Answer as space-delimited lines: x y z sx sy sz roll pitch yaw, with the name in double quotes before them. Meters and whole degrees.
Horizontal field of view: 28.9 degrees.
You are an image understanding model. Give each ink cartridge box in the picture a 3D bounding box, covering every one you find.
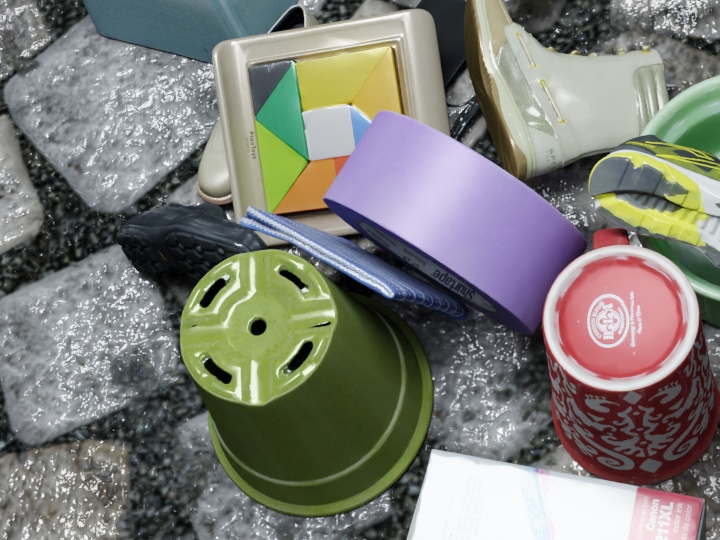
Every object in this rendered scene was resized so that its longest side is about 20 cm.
"ink cartridge box" 0.147 0.205 1.023 0.199 0.146 0.083 9 69 17

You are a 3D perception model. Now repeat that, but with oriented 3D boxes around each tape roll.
"tape roll" 0.074 -0.037 1.110 0.199 0.200 0.085 32 87 24

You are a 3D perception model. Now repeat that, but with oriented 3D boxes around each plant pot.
"plant pot" -0.165 -0.336 1.304 0.195 0.200 0.197 17 72 20
"plant pot" -0.055 0.075 1.107 0.199 0.190 0.201 -5 67 11

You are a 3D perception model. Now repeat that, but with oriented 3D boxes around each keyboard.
"keyboard" 0.060 -0.159 1.272 0.127 0.021 0.200 32 79 25

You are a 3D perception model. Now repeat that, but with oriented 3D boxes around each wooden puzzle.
"wooden puzzle" -0.023 -0.123 1.222 0.199 0.037 0.186 -8 94 7

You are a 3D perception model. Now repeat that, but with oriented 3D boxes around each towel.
"towel" 0.000 0.000 1.123 0.144 0.200 0.024 28 94 21

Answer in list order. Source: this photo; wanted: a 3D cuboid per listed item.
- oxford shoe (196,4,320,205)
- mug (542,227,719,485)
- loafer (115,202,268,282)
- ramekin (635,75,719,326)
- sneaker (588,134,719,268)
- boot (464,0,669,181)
"oxford shoe" -0.098 -0.155 1.279 0.070 0.074 0.201 21 74 21
"mug" 0.187 0.054 1.047 0.133 0.200 0.178 -33 64 -1
"loafer" -0.139 -0.030 1.205 0.070 0.068 0.200 -44 29 -26
"ramekin" 0.315 -0.049 1.116 0.199 0.098 0.201 -5 66 12
"sneaker" 0.270 -0.049 1.030 0.199 0.075 0.085 28 37 6
"boot" 0.177 -0.176 1.210 0.154 0.072 0.201 -11 62 -5
